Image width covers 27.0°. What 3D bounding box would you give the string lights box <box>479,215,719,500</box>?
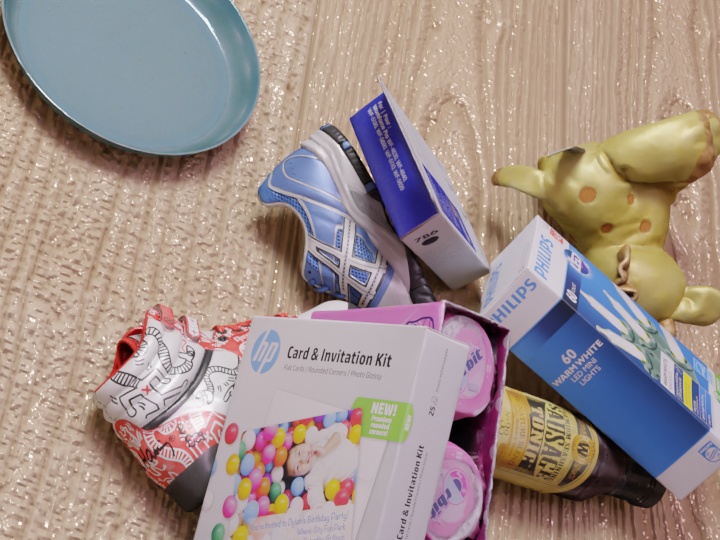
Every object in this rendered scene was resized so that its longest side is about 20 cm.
[{"bbox_3d":[0.178,0.062,1.083,0.200,0.059,0.103,41,25,-8],"label":"string lights box"}]

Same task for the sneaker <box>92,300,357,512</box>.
[{"bbox_3d":[-0.085,0.051,0.961,0.108,0.067,0.201,46,48,-3],"label":"sneaker"}]

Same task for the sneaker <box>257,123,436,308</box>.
[{"bbox_3d":[0.000,0.000,1.065,0.077,0.076,0.201,-30,90,-3],"label":"sneaker"}]

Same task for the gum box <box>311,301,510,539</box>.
[{"bbox_3d":[0.016,0.127,0.894,0.066,0.113,0.203,20,72,-42],"label":"gum box"}]

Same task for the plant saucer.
[{"bbox_3d":[-0.166,-0.162,1.077,0.198,0.027,0.202,18,52,-25],"label":"plant saucer"}]

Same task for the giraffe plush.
[{"bbox_3d":[0.210,-0.025,1.175,0.199,0.171,0.164,-18,93,-52],"label":"giraffe plush"}]

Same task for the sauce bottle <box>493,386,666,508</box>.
[{"bbox_3d":[0.134,0.125,1.065,0.198,0.066,0.067,18,52,-28],"label":"sauce bottle"}]

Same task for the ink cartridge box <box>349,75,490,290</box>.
[{"bbox_3d":[0.040,-0.057,1.061,0.100,0.039,0.200,68,8,20],"label":"ink cartridge box"}]

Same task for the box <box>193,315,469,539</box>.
[{"bbox_3d":[-0.026,0.129,0.838,0.041,0.155,0.202,25,74,-39],"label":"box"}]
